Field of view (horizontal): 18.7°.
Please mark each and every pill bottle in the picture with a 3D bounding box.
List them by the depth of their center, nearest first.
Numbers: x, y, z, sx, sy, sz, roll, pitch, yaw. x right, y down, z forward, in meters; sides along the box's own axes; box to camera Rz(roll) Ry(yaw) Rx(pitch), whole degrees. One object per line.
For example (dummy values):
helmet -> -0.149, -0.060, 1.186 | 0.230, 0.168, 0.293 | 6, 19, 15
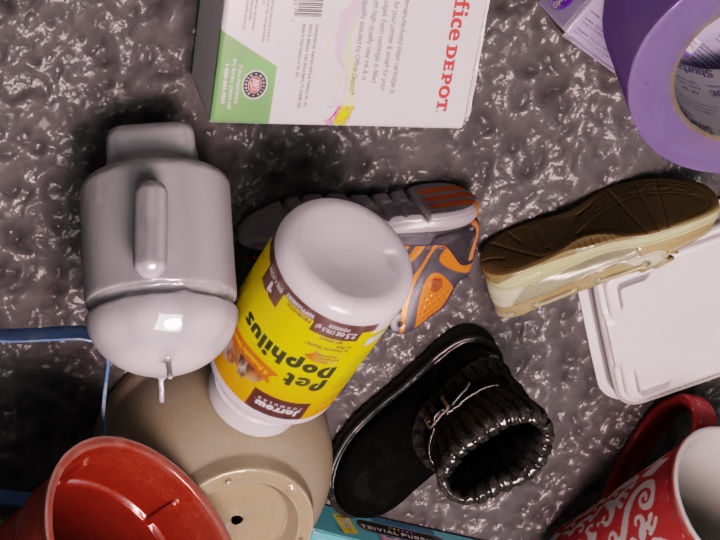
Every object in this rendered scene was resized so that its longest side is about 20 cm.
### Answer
pill bottle -> -0.046, 0.043, 1.650 | 0.109, 0.110, 0.200 | 9, 142, -22

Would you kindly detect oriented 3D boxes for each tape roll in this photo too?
tape roll -> 0.282, -0.172, 1.594 | 0.199, 0.085, 0.200 | -6, 135, -6

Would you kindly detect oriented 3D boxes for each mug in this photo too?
mug -> 0.267, 0.220, 1.893 | 0.133, 0.178, 0.200 | 39, 137, -10

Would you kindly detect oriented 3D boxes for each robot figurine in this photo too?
robot figurine -> -0.149, -0.007, 1.615 | 0.112, 0.201, 0.170 | -5, 163, 1

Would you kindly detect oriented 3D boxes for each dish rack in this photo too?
dish rack -> 0.291, 0.029, 1.857 | 0.199, 0.044, 0.172 | -19, 124, -4

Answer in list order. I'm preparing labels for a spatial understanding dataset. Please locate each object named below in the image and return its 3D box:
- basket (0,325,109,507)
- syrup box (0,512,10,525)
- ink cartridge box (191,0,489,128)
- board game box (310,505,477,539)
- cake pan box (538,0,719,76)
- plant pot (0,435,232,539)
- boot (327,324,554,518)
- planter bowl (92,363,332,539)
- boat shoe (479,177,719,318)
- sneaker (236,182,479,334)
basket -> -0.291, 0.115, 1.673 | 0.199, 0.139, 0.177 | -1, 125, -7
syrup box -> -0.311, 0.248, 1.782 | 0.200, 0.082, 0.079 | 25, 111, -30
ink cartridge box -> -0.015, -0.188, 1.610 | 0.199, 0.084, 0.145 | 0, 120, -16
board game box -> 0.011, 0.294, 1.927 | 0.199, 0.047, 0.151 | 16, 114, -25
cake pan box -> 0.261, -0.219, 1.672 | 0.200, 0.052, 0.184 | 27, 111, -43
plant pot -> -0.222, 0.257, 1.638 | 0.195, 0.201, 0.201 | -33, 126, 30
boot -> 0.059, 0.155, 1.792 | 0.079, 0.158, 0.211 | 30, 108, -29
planter bowl -> -0.109, 0.173, 1.767 | 0.199, 0.135, 0.201 | -8, 122, -13
boat shoe -> 0.199, -0.017, 1.787 | 0.200, 0.073, 0.063 | -20, 130, -1
sneaker -> 0.000, 0.000, 1.731 | 0.199, 0.078, 0.112 | -5, 120, -14
